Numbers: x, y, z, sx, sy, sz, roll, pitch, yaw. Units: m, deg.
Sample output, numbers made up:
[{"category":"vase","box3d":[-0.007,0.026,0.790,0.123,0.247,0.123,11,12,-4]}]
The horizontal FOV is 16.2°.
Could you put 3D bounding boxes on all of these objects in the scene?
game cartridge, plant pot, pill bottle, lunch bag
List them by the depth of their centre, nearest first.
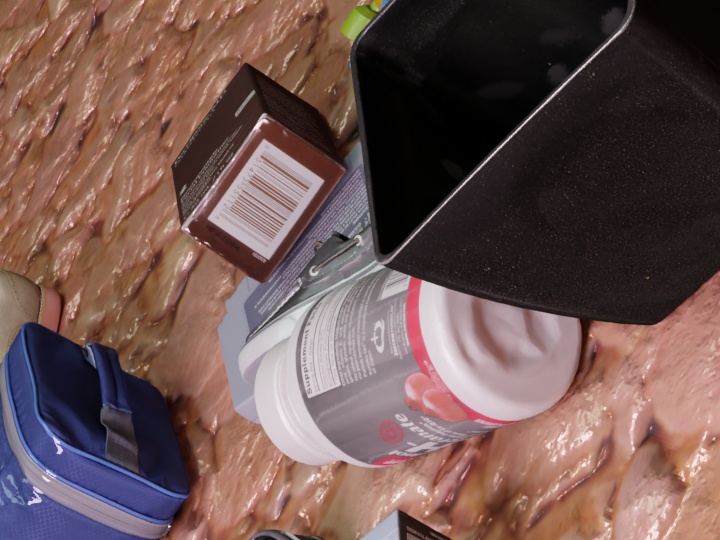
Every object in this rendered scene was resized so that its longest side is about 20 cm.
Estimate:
[{"category":"plant pot","box3d":[0.130,-0.090,1.366,0.200,0.177,0.200,-46,31,29]},{"category":"pill bottle","box3d":[0.026,0.053,1.478,0.200,0.111,0.111,-24,44,49]},{"category":"game cartridge","box3d":[-0.020,0.005,1.686,0.200,0.041,0.133,-49,26,22]},{"category":"lunch bag","box3d":[-0.201,0.127,1.767,0.132,0.136,0.200,-52,27,15]}]

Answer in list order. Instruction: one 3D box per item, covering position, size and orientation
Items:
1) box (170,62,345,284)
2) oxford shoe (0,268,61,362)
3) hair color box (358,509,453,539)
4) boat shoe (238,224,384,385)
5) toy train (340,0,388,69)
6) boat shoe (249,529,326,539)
[{"category":"box","box3d":[-0.074,-0.072,1.758,0.100,0.075,0.200,-54,12,7]},{"category":"oxford shoe","box3d":[-0.297,0.086,2.034,0.071,0.074,0.200,-37,35,38]},{"category":"hair color box","box3d":[0.042,0.231,1.296,0.061,0.099,0.200,-41,33,31]},{"category":"boat shoe","box3d":[0.000,0.000,1.584,0.200,0.070,0.066,-36,55,24]},{"category":"toy train","box3d":[0.021,-0.207,1.779,0.116,0.084,0.200,-65,24,22]},{"category":"boat shoe","box3d":[-0.023,0.217,1.459,0.073,0.063,0.200,-53,28,14]}]
